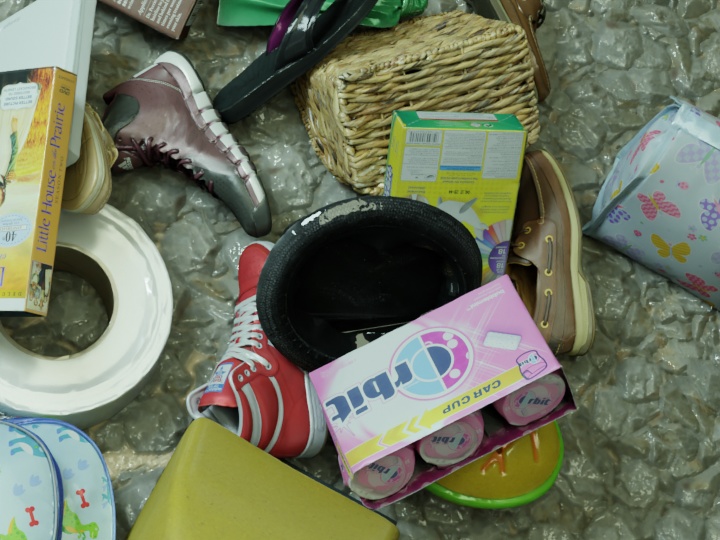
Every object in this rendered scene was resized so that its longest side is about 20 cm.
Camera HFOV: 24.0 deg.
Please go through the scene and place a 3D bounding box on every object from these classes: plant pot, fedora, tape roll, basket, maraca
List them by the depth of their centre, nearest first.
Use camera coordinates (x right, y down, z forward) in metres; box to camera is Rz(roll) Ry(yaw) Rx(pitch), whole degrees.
[{"bbox_3d":[-0.103,0.264,1.303,0.195,0.200,0.194,30,102,-2],"label":"plant pot"},{"bbox_3d":[0.000,0.000,1.447,0.201,0.201,0.092,-7,32,-15],"label":"fedora"},{"bbox_3d":[-0.264,0.036,1.452,0.202,0.071,0.202,4,72,-12],"label":"tape roll"},{"bbox_3d":[0.080,0.139,1.476,0.200,0.107,0.137,17,49,2],"label":"maraca"},{"bbox_3d":[0.051,-0.152,1.589,0.200,0.149,0.143,-18,110,-17],"label":"basket"}]

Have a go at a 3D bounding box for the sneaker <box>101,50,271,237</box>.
[{"bbox_3d":[-0.168,-0.094,1.523,0.115,0.076,0.200,-27,69,-14],"label":"sneaker"}]

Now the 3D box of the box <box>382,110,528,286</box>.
[{"bbox_3d":[0.077,-0.043,1.521,0.117,0.048,0.200,1,115,-13],"label":"box"}]

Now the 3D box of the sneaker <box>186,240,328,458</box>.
[{"bbox_3d":[-0.098,0.065,1.456,0.112,0.071,0.200,3,65,-41],"label":"sneaker"}]

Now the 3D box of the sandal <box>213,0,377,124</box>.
[{"bbox_3d":[-0.061,-0.213,1.542,0.200,0.075,0.048,-40,117,3],"label":"sandal"}]

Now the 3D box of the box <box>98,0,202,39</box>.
[{"bbox_3d":[-0.231,-0.299,1.551,0.200,0.075,0.100,27,98,-5],"label":"box"}]

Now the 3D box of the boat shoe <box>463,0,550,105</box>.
[{"bbox_3d":[0.149,-0.253,1.639,0.068,0.072,0.200,-18,77,-16],"label":"boat shoe"}]

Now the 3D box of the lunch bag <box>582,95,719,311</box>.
[{"bbox_3d":[0.324,-0.070,1.549,0.170,0.200,0.127,29,69,-1],"label":"lunch bag"}]

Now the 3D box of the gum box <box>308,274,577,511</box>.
[{"bbox_3d":[0.062,0.102,1.402,0.200,0.066,0.114,-27,47,1],"label":"gum box"}]

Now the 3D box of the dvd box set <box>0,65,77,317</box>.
[{"bbox_3d":[-0.303,-0.062,1.371,0.146,0.029,0.200,0,79,34],"label":"dvd box set"}]

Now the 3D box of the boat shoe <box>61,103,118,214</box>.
[{"bbox_3d":[-0.244,-0.107,1.460,0.074,0.069,0.200,-47,41,13],"label":"boat shoe"}]

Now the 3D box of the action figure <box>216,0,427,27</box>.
[{"bbox_3d":[-0.034,-0.265,1.612,0.200,0.055,0.118,7,69,-6],"label":"action figure"}]

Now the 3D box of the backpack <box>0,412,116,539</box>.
[{"bbox_3d":[-0.297,0.200,1.350,0.200,0.147,0.183,1,74,-15],"label":"backpack"}]

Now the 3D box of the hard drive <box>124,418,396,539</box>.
[{"bbox_3d":[-0.087,0.229,1.447,0.200,0.033,0.140,29,68,-2],"label":"hard drive"}]

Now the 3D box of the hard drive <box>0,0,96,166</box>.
[{"bbox_3d":[-0.288,-0.151,1.455,0.026,0.132,0.200,39,37,-41],"label":"hard drive"}]

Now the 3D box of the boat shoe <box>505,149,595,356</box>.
[{"bbox_3d":[0.165,-0.017,1.564,0.068,0.072,0.200,-4,76,-16],"label":"boat shoe"}]
